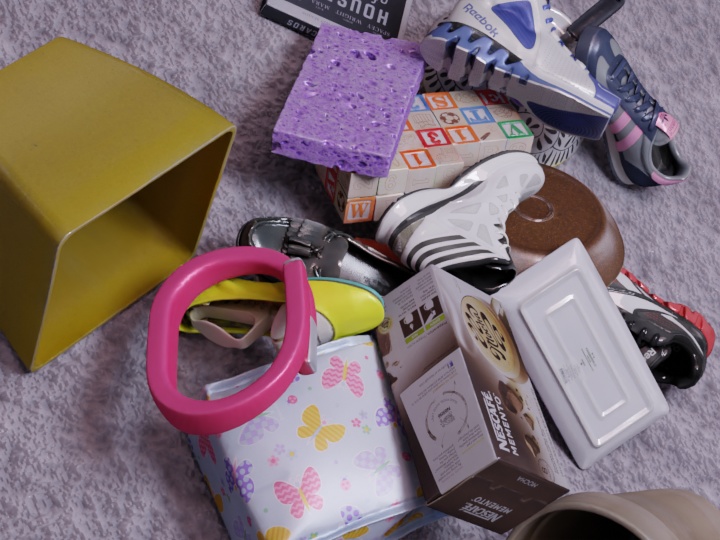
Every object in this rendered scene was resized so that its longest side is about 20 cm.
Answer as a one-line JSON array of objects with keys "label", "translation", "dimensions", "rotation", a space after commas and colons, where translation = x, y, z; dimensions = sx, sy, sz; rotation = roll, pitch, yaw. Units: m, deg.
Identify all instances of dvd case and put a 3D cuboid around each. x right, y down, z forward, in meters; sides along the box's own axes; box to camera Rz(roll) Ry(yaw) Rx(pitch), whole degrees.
[{"label": "dvd case", "translation": [-0.012, -0.314, 1.883], "dimensions": [0.149, 0.025, 0.201], "rotation": [22, 57, -14]}]

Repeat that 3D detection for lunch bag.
[{"label": "lunch bag", "translation": [-0.027, 0.161, 1.570], "dimensions": [0.199, 0.127, 0.170], "rotation": [-20, 72, -22]}]

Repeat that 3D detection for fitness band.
[{"label": "fitness band", "translation": [-0.108, 0.052, 1.520], "dimensions": [0.142, 0.038, 0.201], "rotation": [-14, 41, 9]}]

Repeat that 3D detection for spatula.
[{"label": "spatula", "translation": [0.204, -0.231, 1.832], "dimensions": [0.057, 0.021, 0.200], "rotation": [47, 54, 6]}]

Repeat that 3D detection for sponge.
[{"label": "sponge", "translation": [-0.007, -0.163, 1.726], "dimensions": [0.111, 0.030, 0.201], "rotation": [13, 38, 5]}]

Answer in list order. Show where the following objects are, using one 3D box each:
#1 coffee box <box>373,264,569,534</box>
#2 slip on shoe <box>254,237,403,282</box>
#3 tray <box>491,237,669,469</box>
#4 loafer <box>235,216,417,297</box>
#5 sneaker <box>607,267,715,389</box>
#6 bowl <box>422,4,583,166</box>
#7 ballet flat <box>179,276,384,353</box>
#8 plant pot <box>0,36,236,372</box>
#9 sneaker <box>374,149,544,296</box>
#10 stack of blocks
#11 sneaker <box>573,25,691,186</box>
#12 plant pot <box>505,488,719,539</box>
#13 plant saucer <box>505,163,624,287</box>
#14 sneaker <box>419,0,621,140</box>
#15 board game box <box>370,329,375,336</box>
[{"label": "coffee box", "translation": [0.090, 0.110, 1.563], "dimensions": [0.113, 0.080, 0.201], "rotation": [28, 35, -45]}, {"label": "slip on shoe", "translation": [0.000, 0.000, 1.704], "dimensions": [0.199, 0.061, 0.075], "rotation": [-1, 64, -28]}, {"label": "tray", "translation": [0.209, 0.081, 1.719], "dimensions": [0.107, 0.022, 0.201], "rotation": [-32, 105, -8]}, {"label": "loafer", "translation": [-0.011, -0.004, 1.629], "dimensions": [0.199, 0.063, 0.072], "rotation": [22, 69, -20]}, {"label": "sneaker", "translation": [0.259, 0.053, 1.785], "dimensions": [0.199, 0.071, 0.098], "rotation": [29, 33, -11]}, {"label": "bowl", "translation": [0.169, -0.212, 1.877], "dimensions": [0.199, 0.094, 0.202], "rotation": [11, 61, -20]}, {"label": "ballet flat", "translation": [-0.076, 0.042, 1.591], "dimensions": [0.199, 0.067, 0.067], "rotation": [7, 47, 26]}, {"label": "plant pot", "translation": [-0.250, -0.075, 1.549], "dimensions": [0.176, 0.200, 0.200], "rotation": [44, 54, 14]}, {"label": "sneaker", "translation": [0.117, -0.033, 1.671], "dimensions": [0.200, 0.076, 0.115], "rotation": [-25, 60, -36]}, {"label": "stack of blocks", "translation": [0.061, -0.112, 1.750], "dimensions": [0.198, 0.059, 0.115], "rotation": [-7, 42, -20]}, {"label": "sneaker", "translation": [0.279, -0.166, 1.851], "dimensions": [0.070, 0.082, 0.201], "rotation": [-55, 134, -26]}, {"label": "plant pot", "translation": [0.246, 0.274, 1.621], "dimensions": [0.173, 0.200, 0.201], "rotation": [-21, 75, -49]}, {"label": "plant saucer", "translation": [0.164, -0.049, 1.778], "dimensions": [0.199, 0.037, 0.201], "rotation": [7, 41, -7]}, {"label": "sneaker", "translation": [0.168, -0.218, 1.756], "dimensions": [0.198, 0.081, 0.116], "rotation": [26, 72, 0]}, {"label": "board game box", "translation": [0.097, 0.103, 1.689], "dimensions": [0.157, 0.039, 0.201], "rotation": [-20, 84, -32]}]
